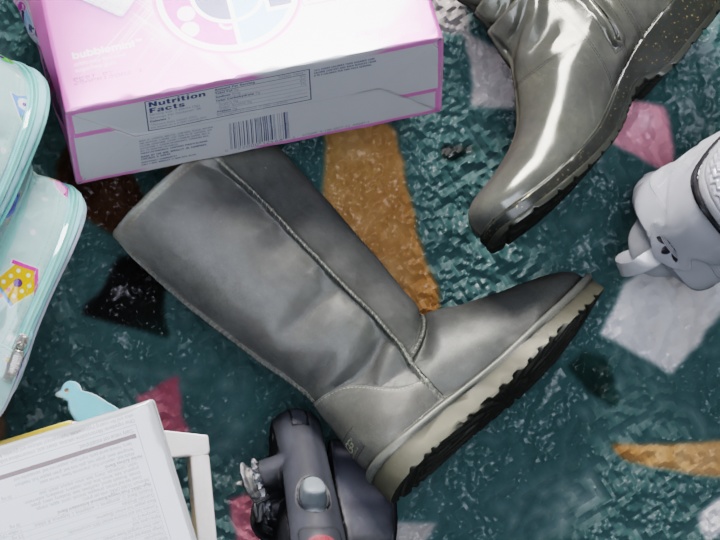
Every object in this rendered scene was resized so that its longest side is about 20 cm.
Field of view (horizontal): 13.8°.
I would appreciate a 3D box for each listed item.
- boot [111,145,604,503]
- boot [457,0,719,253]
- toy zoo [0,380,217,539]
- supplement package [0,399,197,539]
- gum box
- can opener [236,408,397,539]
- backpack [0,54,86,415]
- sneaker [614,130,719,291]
[{"bbox_3d":[0.001,-0.002,1.508,0.182,0.073,0.200,-37,73,-30],"label":"boot"},{"bbox_3d":[0.082,-0.112,1.514,0.131,0.068,0.200,40,64,0],"label":"boot"},{"bbox_3d":[-0.132,0.153,1.429,0.131,0.020,0.200,-5,86,-8],"label":"toy zoo"},{"bbox_3d":[-0.121,0.172,1.362,0.114,0.110,0.200,-16,87,-8],"label":"supplement package"},{"bbox_3d":[-0.068,-0.122,1.480,0.200,0.066,0.114,-12,59,-7],"label":"gum box"},{"bbox_3d":[-0.019,0.144,1.444,0.079,0.200,0.063,-6,129,0],"label":"can opener"},{"bbox_3d":[-0.221,-0.022,1.430,0.153,0.176,0.200,18,84,-22],"label":"backpack"},{"bbox_3d":[0.211,-0.057,1.530,0.200,0.115,0.075,-36,92,-41],"label":"sneaker"}]
